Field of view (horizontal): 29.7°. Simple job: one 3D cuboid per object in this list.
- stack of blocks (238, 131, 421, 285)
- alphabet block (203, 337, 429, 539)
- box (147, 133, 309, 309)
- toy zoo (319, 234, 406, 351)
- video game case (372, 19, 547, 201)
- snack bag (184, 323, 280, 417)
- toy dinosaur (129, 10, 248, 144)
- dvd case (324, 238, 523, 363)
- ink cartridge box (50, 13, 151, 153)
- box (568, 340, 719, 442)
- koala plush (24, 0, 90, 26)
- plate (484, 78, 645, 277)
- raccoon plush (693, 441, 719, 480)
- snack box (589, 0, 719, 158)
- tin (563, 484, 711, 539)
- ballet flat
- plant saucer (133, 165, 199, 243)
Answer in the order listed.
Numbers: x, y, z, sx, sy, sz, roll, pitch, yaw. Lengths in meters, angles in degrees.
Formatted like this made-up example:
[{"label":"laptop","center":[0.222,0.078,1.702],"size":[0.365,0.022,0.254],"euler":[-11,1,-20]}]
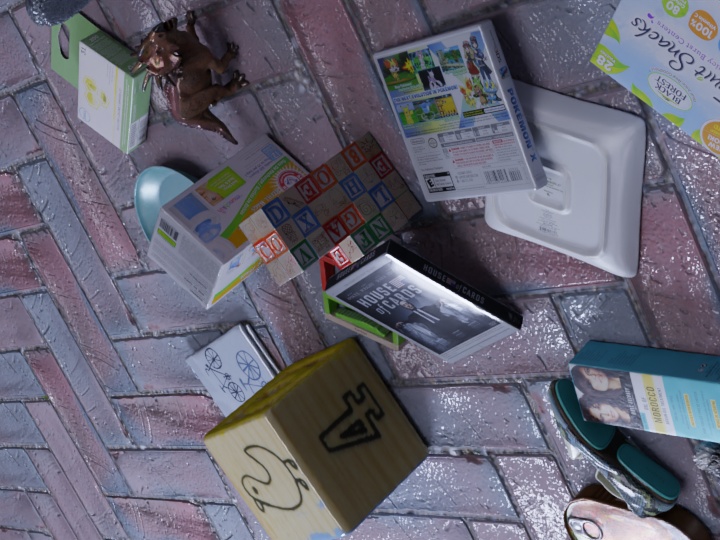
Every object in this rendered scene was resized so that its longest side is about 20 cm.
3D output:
[{"label":"stack of blocks","center":[-0.033,-0.063,1.597],"size":[0.116,0.200,0.058],"euler":[55,142,-4]},{"label":"alphabet block","center":[-0.061,0.242,1.882],"size":[0.201,0.196,0.195],"euler":[55,141,-5]},{"label":"box","center":[-0.157,-0.065,1.724],"size":[0.112,0.200,0.102],"euler":[40,142,10]},{"label":"toy zoo","center":[0.000,0.000,1.762],"size":[0.130,0.020,0.201],"euler":[22,134,33]},{"label":"video game case","center":[0.105,-0.168,1.478],"size":[0.199,0.022,0.184],"euler":[-2,113,57]},{"label":"snack bag","center":[-0.173,0.184,2.093],"size":[0.189,0.021,0.200],"euler":[55,142,-3]},{"label":"toy dinosaur","center":[-0.221,-0.237,1.703],"size":[0.085,0.135,0.202],"euler":[14,130,38]},{"label":"dvd case","center":[0.075,0.041,1.641],"size":[0.199,0.025,0.150],"euler":[29,148,-20]},{"label":"ink cartridge box","center":[-0.380,-0.277,1.910],"size":[0.199,0.048,0.146],"euler":[35,141,17]},{"label":"box","center":[0.332,0.134,1.504],"size":[0.199,0.049,0.083],"euler":[4,123,44]},{"label":"koala plush","center":[-0.384,-0.446,1.711],"size":[0.200,0.183,0.178],"euler":[49,161,38]},{"label":"plate","center":[0.208,-0.096,1.459],"size":[0.198,0.032,0.201],"euler":[22,134,32]},{"label":"raccoon plush","center":[0.443,0.202,1.404],"size":[0.199,0.097,0.135],"euler":[23,128,22]},{"label":"snack box","center":[0.319,-0.222,1.212],"size":[0.168,0.068,0.201],"euler":[39,143,15]},{"label":"tin","center":[0.341,0.326,1.664],"size":[0.199,0.042,0.113],"euler":[11,123,41]},{"label":"ballet flat","center":[0.284,0.216,1.601],"size":[0.200,0.074,0.074],"euler":[46,143,10]},{"label":"plant saucer","center":[-0.244,-0.067,1.948],"size":[0.199,0.036,0.201],"euler":[26,135,29]}]
